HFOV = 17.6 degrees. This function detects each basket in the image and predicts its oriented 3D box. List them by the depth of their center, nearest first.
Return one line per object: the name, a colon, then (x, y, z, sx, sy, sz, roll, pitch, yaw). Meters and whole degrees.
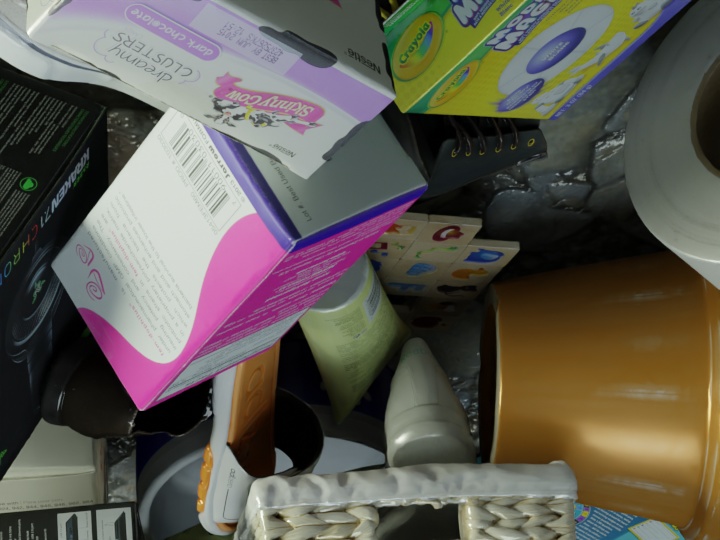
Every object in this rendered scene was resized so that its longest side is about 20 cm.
basket: (0.026, 0.221, 1.410, 0.197, 0.161, 0.200, -2, 159, -9)

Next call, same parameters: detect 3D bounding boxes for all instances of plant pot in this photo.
plant pot: (0.170, 0.072, 1.459, 0.182, 0.201, 0.201, 1, 141, -2)

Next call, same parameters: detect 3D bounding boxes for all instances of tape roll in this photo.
tape roll: (0.266, -0.064, 1.295, 0.202, 0.203, 0.139, -31, 136, 27)

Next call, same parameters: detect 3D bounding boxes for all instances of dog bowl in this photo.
dog bowl: (-0.055, 0.136, 1.596, 0.199, 0.079, 0.200, -4, 142, -3)

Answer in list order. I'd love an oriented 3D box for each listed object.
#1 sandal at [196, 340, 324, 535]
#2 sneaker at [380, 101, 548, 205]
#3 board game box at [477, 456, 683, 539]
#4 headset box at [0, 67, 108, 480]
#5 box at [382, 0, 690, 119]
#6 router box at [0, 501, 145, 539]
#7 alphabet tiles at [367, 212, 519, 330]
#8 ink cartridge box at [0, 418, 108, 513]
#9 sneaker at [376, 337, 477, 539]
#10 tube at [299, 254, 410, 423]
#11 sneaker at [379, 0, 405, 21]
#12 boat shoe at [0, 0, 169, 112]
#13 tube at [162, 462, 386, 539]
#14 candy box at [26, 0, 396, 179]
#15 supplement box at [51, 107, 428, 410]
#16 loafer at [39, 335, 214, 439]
sandal: (-0.056, 0.103, 1.418, 0.059, 0.079, 0.207, 26, 143, 16)
sneaker: (0.047, -0.088, 1.305, 0.106, 0.075, 0.200, -19, 174, 4)
board game box: (0.168, 0.162, 1.685, 0.200, 0.047, 0.151, -33, 134, 29)
headset box: (-0.222, 0.014, 1.331, 0.092, 0.174, 0.200, 21, 142, 12)
box: (0.086, -0.133, 1.225, 0.117, 0.048, 0.200, -42, 159, 27)
router box: (-0.204, 0.203, 1.414, 0.157, 0.052, 0.200, -5, 155, -4)
alphabet tiles: (0.000, 0.000, 1.439, 0.166, 0.008, 0.200, 5, 160, -13)
ink cartridge box: (-0.207, 0.129, 1.512, 0.084, 0.146, 0.200, -2, 142, -5)
sneaker: (0.044, 0.117, 1.494, 0.075, 0.089, 0.200, -5, 147, -5)
tube: (-0.007, 0.035, 1.418, 0.058, 0.052, 0.200, -13, 158, 5)
sneaker: (0.023, -0.153, 1.242, 0.199, 0.085, 0.075, -16, 142, 12)
boat shoe: (-0.126, -0.136, 1.256, 0.200, 0.071, 0.070, 21, 131, -33)
tube: (-0.072, 0.175, 1.539, 0.200, 0.058, 0.052, -28, 132, 27)
candy box: (-0.076, -0.165, 1.118, 0.167, 0.200, 0.071, 26, 129, -34)
supplement box: (-0.069, -0.023, 1.237, 0.103, 0.101, 0.200, -24, 167, -40)
loafer: (-0.114, 0.073, 1.425, 0.200, 0.071, 0.073, -18, 132, -57)
